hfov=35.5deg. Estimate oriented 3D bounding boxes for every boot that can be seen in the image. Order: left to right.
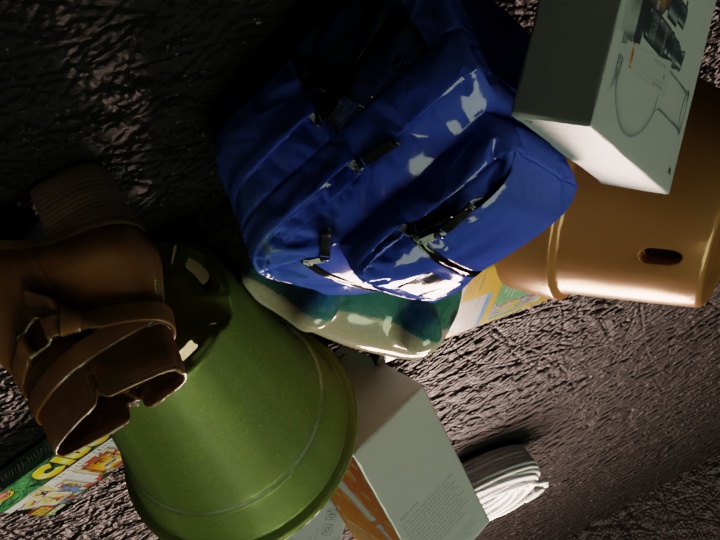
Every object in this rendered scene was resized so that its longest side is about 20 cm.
[{"bbox_3d":[-0.203,0.046,0.678,0.199,0.156,0.074,-34,155,14],"label":"boot"}]

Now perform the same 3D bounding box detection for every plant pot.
[{"bbox_3d":[-0.119,0.078,0.825,0.198,0.201,0.191,-27,143,-2],"label":"plant pot"},{"bbox_3d":[0.197,-0.062,0.795,0.200,0.139,0.202,-46,146,-43],"label":"plant pot"}]

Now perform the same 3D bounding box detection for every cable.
[{"bbox_3d":[0.183,0.339,1.735,0.198,0.070,0.200,-31,154,7],"label":"cable"}]

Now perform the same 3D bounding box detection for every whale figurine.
[{"bbox_3d":[0.000,0.000,0.831,0.199,0.158,0.105,4,114,-59],"label":"whale figurine"}]

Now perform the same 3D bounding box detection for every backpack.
[{"bbox_3d":[0.014,-0.064,0.686,0.199,0.169,0.162,-33,150,24],"label":"backpack"}]

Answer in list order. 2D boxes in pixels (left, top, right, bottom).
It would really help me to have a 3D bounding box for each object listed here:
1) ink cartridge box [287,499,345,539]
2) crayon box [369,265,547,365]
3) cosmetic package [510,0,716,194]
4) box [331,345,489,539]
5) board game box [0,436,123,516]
[{"bbox_3d":[-0.094,0.225,1.125,0.198,0.043,0.199,11,97,-38],"label":"ink cartridge box"},{"bbox_3d":[0.099,0.008,1.041,0.198,0.052,0.126,-19,154,-18],"label":"crayon box"},{"bbox_3d":[0.158,-0.160,0.643,0.150,0.051,0.203,18,86,-60],"label":"cosmetic package"},{"bbox_3d":[0.025,0.191,1.099,0.097,0.124,0.201,-41,126,-22],"label":"box"},{"bbox_3d":[-0.244,0.162,1.017,0.199,0.024,0.105,-35,152,13],"label":"board game box"}]
